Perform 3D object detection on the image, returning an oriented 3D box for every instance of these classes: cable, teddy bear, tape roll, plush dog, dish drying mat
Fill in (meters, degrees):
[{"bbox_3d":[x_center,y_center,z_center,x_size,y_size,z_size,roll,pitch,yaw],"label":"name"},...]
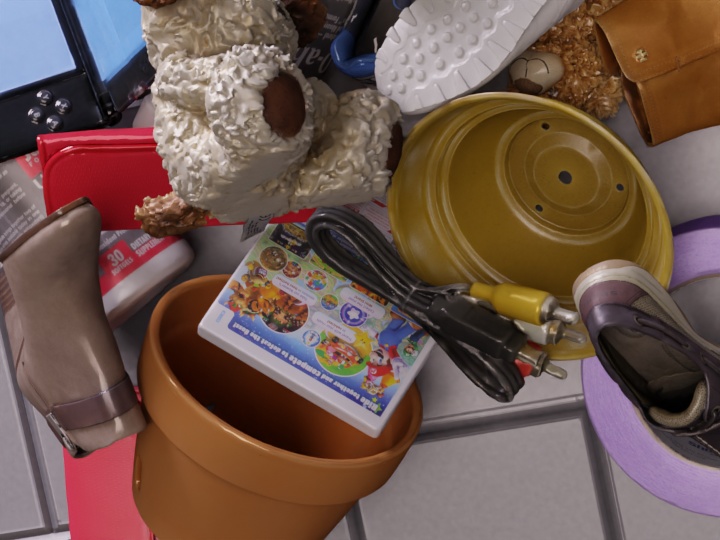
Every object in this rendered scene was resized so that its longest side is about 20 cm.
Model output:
[{"bbox_3d":[0.055,0.019,1.547,0.200,0.050,0.097,30,144,18],"label":"cable"},{"bbox_3d":[0.124,-0.195,1.569,0.145,0.067,0.201,15,102,13],"label":"teddy bear"},{"bbox_3d":[0.253,0.064,1.582,0.199,0.066,0.201,2,99,13],"label":"tape roll"},{"bbox_3d":[-0.083,-0.123,1.462,0.160,0.200,0.172,-20,73,26],"label":"plush dog"},{"bbox_3d":[-0.114,-0.062,1.559,0.199,0.018,0.077,-3,126,1],"label":"dish drying mat"},{"bbox_3d":[-0.183,0.186,1.730,0.077,0.018,0.201,-1,99,15],"label":"dish drying mat"}]

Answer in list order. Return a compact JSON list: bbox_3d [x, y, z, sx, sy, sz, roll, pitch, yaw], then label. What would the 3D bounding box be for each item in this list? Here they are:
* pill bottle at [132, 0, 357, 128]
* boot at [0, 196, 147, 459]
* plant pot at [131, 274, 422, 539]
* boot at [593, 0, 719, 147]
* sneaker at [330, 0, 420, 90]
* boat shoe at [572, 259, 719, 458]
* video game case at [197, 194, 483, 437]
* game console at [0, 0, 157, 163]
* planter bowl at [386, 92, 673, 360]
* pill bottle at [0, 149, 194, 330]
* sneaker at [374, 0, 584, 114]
[{"bbox_3d":[-0.073,-0.166,1.595,0.116,0.116,0.200,30,105,7],"label":"pill bottle"},{"bbox_3d":[-0.185,0.045,1.539,0.070,0.200,0.146,-25,84,-24],"label":"boot"},{"bbox_3d":[-0.073,0.118,1.615,0.200,0.200,0.140,29,121,7],"label":"plant pot"},{"bbox_3d":[0.218,-0.192,1.522,0.144,0.071,0.202,-19,102,-11],"label":"boot"},{"bbox_3d":[0.048,-0.201,1.536,0.077,0.085,0.200,41,112,27],"label":"sneaker"},{"bbox_3d":[0.208,0.076,1.492,0.072,0.065,0.200,-29,120,30],"label":"boat shoe"},{"bbox_3d":[0.000,0.000,1.592,0.143,0.018,0.200,30,64,7],"label":"video game case"},{"bbox_3d":[-0.226,-0.196,1.567,0.172,0.119,0.200,-19,77,-10],"label":"game console"},{"bbox_3d":[0.124,-0.045,1.539,0.200,0.083,0.201,14,125,21],"label":"planter bowl"},{"bbox_3d":[-0.219,-0.053,1.652,0.111,0.111,0.200,-39,89,16],"label":"pill bottle"},{"bbox_3d":[0.097,-0.169,1.508,0.200,0.080,0.076,-39,73,15],"label":"sneaker"}]
